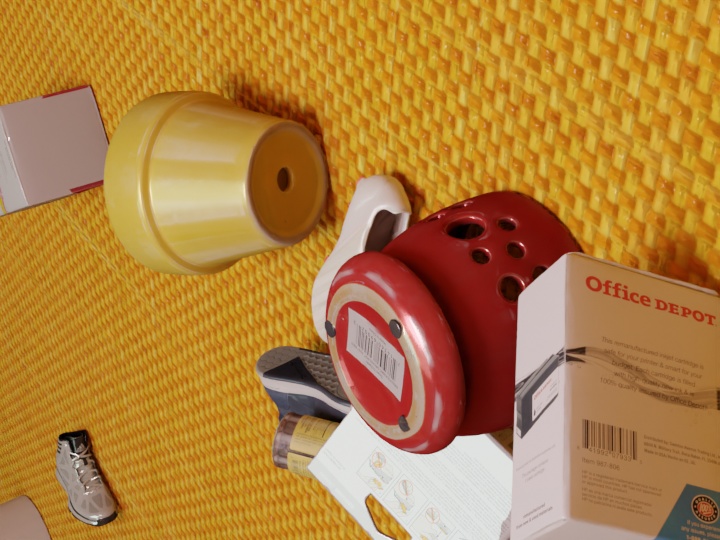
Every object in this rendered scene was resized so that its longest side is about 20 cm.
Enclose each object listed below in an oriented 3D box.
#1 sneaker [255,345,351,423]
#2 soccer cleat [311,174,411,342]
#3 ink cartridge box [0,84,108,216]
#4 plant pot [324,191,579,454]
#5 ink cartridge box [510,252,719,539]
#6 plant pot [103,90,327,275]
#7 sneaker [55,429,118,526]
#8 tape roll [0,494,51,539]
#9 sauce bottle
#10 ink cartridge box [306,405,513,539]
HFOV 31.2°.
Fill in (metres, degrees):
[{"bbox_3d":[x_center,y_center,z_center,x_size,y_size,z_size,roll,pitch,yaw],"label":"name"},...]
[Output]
[{"bbox_3d":[-0.016,0.168,1.439,0.200,0.077,0.148,12,131,40],"label":"sneaker"},{"bbox_3d":[0.000,0.000,1.288,0.078,0.068,0.202,58,137,50],"label":"soccer cleat"},{"bbox_3d":[-0.472,-0.171,1.883,0.199,0.144,0.147,-5,103,59],"label":"ink cartridge box"},{"bbox_3d":[0.080,0.052,1.119,0.200,0.181,0.203,37,138,42],"label":"plant pot"},{"bbox_3d":[0.190,0.106,0.929,0.084,0.143,0.203,133,148,-56],"label":"ink cartridge box"},{"bbox_3d":[-0.143,-0.094,1.389,0.187,0.200,0.204,2,110,39],"label":"plant pot"},{"bbox_3d":[-0.497,0.360,2.289,0.200,0.075,0.117,40,140,44],"label":"sneaker"},{"bbox_3d":[-0.756,0.605,2.774,0.202,0.138,0.205,33,133,44],"label":"tape roll"},{"bbox_3d":[0.007,0.202,1.349,0.197,0.065,0.066,14,125,16],"label":"sauce bottle"},{"bbox_3d":[0.066,0.196,1.246,0.200,0.045,0.177,44,118,15],"label":"ink cartridge box"}]
